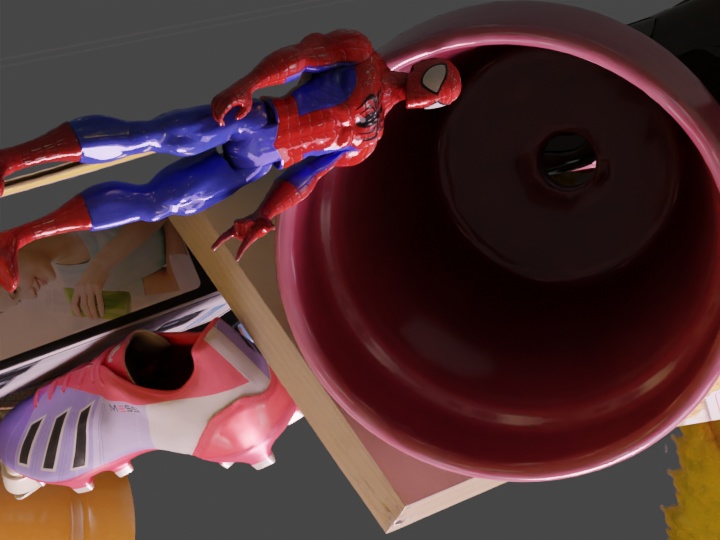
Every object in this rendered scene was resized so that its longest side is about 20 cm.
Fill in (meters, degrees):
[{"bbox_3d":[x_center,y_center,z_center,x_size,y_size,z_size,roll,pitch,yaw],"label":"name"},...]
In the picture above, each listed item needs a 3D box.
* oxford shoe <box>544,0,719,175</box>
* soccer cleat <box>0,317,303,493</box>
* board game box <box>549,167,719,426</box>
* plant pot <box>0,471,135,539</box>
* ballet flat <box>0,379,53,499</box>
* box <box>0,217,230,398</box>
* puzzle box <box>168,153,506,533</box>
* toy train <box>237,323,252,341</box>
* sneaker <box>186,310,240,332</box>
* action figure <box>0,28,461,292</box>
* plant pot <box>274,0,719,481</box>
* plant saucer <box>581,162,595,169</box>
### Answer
[{"bbox_3d":[0.145,-0.095,1.266,0.199,0.073,0.084,-24,173,14],"label":"oxford shoe"},{"bbox_3d":[-0.113,0.060,1.200,0.199,0.077,0.067,-6,-142,43],"label":"soccer cleat"},{"bbox_3d":[0.153,0.010,1.268,0.199,0.152,0.046,-10,136,-1],"label":"board game box"},{"bbox_3d":[-0.300,0.192,1.835,0.200,0.201,0.183,-25,158,33],"label":"plant pot"},{"bbox_3d":[-0.201,0.087,1.304,0.199,0.067,0.068,-2,143,-3],"label":"ballet flat"},{"bbox_3d":[-0.148,0.016,1.208,0.199,0.060,0.117,-20,174,-27],"label":"box"},{"bbox_3d":[0.009,0.019,1.163,0.133,0.200,0.025,-17,153,-40],"label":"puzzle box"},{"bbox_3d":[0.000,0.000,1.337,0.087,0.114,0.200,-36,173,27],"label":"toy train"},{"bbox_3d":[-0.138,0.036,1.376,0.199,0.084,0.077,-2,147,-15],"label":"sneaker"},{"bbox_3d":[-0.049,-0.047,0.951,0.199,0.066,0.052,-21,-147,-22],"label":"action figure"},{"bbox_3d":[0.077,-0.029,1.093,0.199,0.201,0.179,-24,-170,17],"label":"plant pot"},{"bbox_3d":[0.199,-0.070,1.414,0.199,0.051,0.201,1,-171,0],"label":"plant saucer"}]
